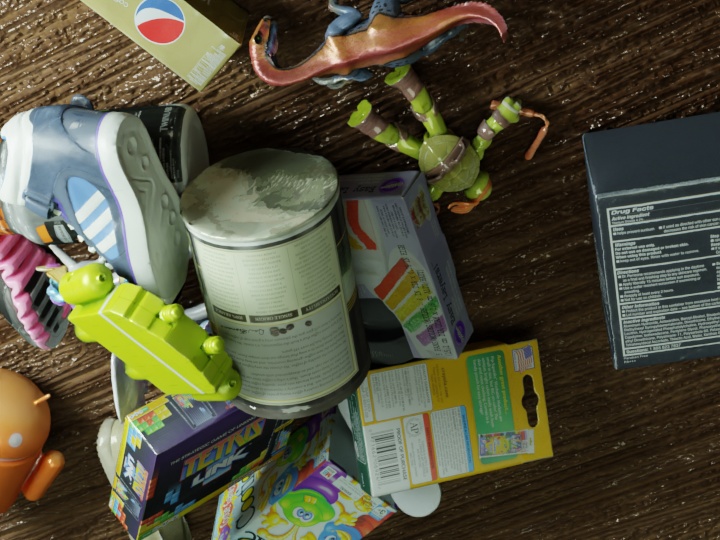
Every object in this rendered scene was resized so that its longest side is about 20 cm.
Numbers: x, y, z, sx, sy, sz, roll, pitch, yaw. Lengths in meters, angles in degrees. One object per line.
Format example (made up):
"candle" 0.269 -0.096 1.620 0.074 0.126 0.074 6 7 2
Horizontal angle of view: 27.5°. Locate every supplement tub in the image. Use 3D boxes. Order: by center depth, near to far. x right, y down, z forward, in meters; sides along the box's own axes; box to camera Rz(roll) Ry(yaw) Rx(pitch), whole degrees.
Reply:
"supplement tub" -0.247 -0.088 1.377 0.197 0.123 0.124 -3 124 7

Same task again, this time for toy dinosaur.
"toy dinosaur" -0.002 -0.209 1.270 0.180 0.200 0.106 -28 106 -15

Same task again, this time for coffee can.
"coffee can" -0.075 0.012 1.341 0.144 0.147 0.202 -5 125 7

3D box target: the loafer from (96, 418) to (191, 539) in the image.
"loafer" -0.228 0.248 1.632 0.067 0.076 0.202 -11 123 18

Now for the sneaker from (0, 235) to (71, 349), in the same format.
"sneaker" -0.368 -0.003 1.485 0.094 0.079 0.201 -5 126 34

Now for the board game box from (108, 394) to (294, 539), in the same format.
"board game box" -0.152 0.169 1.492 0.057 0.199 0.166 47 144 22

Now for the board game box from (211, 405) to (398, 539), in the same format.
"board game box" -0.061 0.255 1.609 0.105 0.104 0.200 38 118 -20

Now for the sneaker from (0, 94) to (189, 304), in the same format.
"sneaker" -0.241 -0.057 1.292 0.145 0.081 0.202 3 130 22

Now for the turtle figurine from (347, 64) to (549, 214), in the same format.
"turtle figurine" 0.066 -0.106 1.379 0.161 0.065 0.200 39 118 -21

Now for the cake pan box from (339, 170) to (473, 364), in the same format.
"cake pan box" 0.000 0.000 1.429 0.182 0.052 0.202 2 127 31

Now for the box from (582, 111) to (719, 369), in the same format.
"box" 0.319 -0.033 1.376 0.197 0.124 0.200 -8 125 7

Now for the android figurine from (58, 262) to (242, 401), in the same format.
"android figurine" -0.184 0.060 1.300 0.182 0.041 0.199 40 156 -19

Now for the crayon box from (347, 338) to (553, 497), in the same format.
"crayon box" 0.089 0.146 1.501 0.197 0.052 0.128 -10 95 -14

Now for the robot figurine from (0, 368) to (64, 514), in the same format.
"robot figurine" -0.404 0.186 1.577 0.144 0.116 0.201 48 125 23

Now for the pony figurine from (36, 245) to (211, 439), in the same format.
"pony figurine" -0.204 0.042 1.461 0.197 0.167 0.195 -14 111 -1

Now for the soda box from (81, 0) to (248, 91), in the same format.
"soda box" -0.195 -0.251 1.295 0.199 0.068 0.064 37 119 -20

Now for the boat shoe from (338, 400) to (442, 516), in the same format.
"boat shoe" 0.033 0.159 1.558 0.070 0.070 0.202 -27 97 14
